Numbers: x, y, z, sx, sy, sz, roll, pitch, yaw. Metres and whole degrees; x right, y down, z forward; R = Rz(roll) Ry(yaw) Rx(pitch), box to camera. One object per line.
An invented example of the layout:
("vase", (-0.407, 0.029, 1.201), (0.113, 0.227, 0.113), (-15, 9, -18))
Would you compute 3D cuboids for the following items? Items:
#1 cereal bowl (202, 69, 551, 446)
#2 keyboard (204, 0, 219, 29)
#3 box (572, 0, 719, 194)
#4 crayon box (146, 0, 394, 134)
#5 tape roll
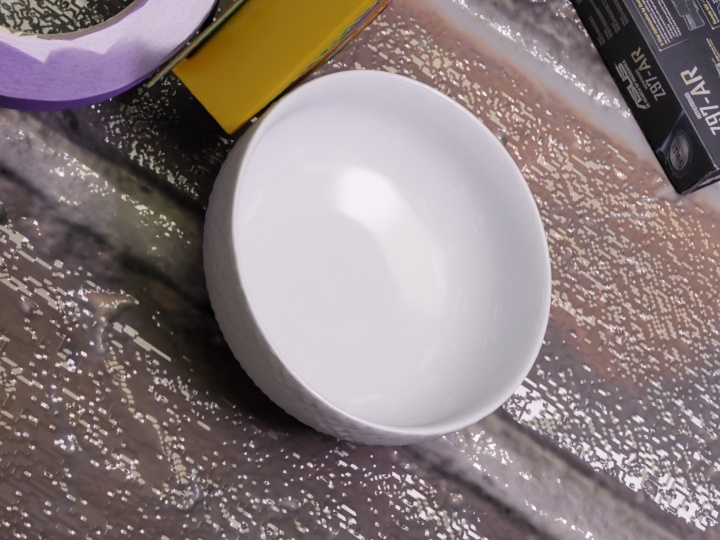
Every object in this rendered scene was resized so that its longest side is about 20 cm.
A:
("cereal bowl", (0.000, 0.000, 1.442), (0.199, 0.083, 0.201), (10, 69, -27))
("keyboard", (-0.075, -0.233, 1.535), (0.104, 0.040, 0.201), (24, 61, -16))
("box", (0.215, -0.163, 1.651), (0.160, 0.044, 0.201), (-24, 81, -33))
("crayon box", (-0.021, -0.145, 1.431), (0.051, 0.127, 0.200), (49, 31, -1))
("tape roll", (-0.165, -0.185, 1.406), (0.199, 0.066, 0.201), (0, 89, -10))
